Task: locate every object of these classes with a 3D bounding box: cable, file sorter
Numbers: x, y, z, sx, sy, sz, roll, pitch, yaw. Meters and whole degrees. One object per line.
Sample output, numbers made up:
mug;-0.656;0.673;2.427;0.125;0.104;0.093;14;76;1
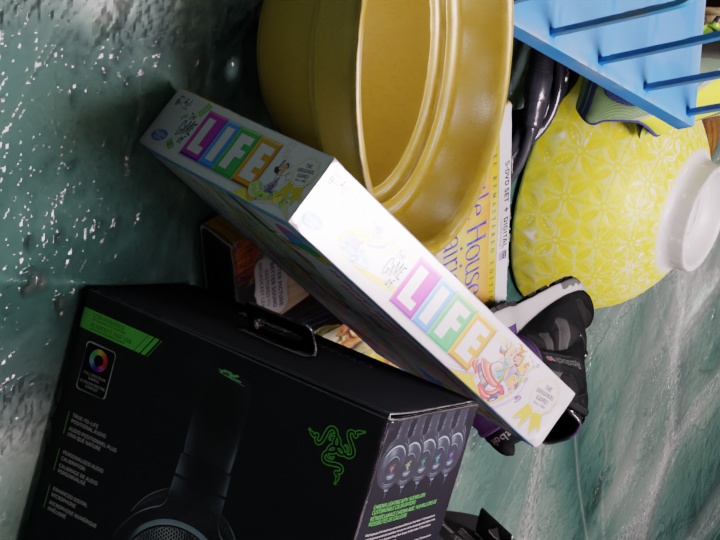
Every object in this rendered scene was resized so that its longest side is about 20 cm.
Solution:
cable;0.083;-0.121;1.018;0.200;0.051;0.163;-55;154;-30
file sorter;0.181;-0.185;0.952;0.200;0.122;0.139;21;71;-42

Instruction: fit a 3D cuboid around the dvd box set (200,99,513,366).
dvd box set;0.004;-0.001;0.916;0.200;0.029;0.147;-28;134;-32

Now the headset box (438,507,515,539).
headset box;0.068;0.264;1.124;0.077;0.149;0.201;13;100;-24

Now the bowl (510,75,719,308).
bowl;0.204;-0.054;1.204;0.200;0.107;0.201;-40;141;-44

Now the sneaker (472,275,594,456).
sneaker;0.106;0.065;1.018;0.076;0.088;0.200;-37;171;27

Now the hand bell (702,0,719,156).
hand bell;0.259;-0.149;1.251;0.104;0.104;0.200;-48;149;-34

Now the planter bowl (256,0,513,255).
planter bowl;0.005;-0.110;0.817;0.200;0.083;0.201;8;90;-66

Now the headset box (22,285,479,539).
headset box;-0.058;0.115;0.780;0.093;0.174;0.201;0;110;-61

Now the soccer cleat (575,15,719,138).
soccer cleat;0.223;-0.126;1.128;0.200;0.065;0.084;0;131;-41

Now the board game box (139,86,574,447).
board game box;0.000;0.000;0.780;0.034;0.134;0.200;-53;129;-7
